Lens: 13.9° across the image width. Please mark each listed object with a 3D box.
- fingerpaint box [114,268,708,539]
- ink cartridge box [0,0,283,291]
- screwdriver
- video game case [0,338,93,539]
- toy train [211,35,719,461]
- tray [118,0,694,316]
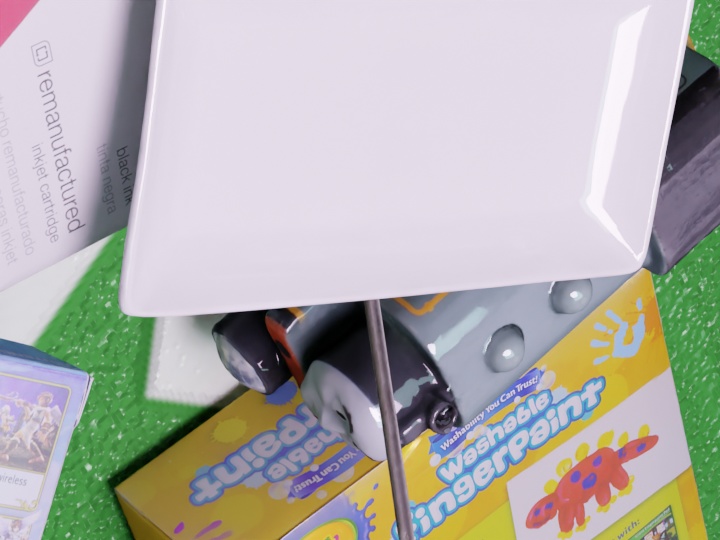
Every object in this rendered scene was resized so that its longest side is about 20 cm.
[{"bbox_3d":[0.025,0.095,1.095,0.200,0.073,0.167,-36,135,-20],"label":"fingerpaint box"},{"bbox_3d":[-0.061,-0.107,0.887,0.200,0.083,0.146,-29,131,-25],"label":"ink cartridge box"},{"bbox_3d":[0.000,0.000,0.958,0.028,0.029,0.201,3,70,-27],"label":"screwdriver"},{"bbox_3d":[-0.197,0.094,0.876,0.199,0.045,0.182,14,95,-35],"label":"video game case"},{"bbox_3d":[0.044,-0.018,1.012,0.200,0.114,0.085,-40,135,-16],"label":"toy train"},{"bbox_3d":[0.014,-0.045,0.901,0.199,0.022,0.108,-5,114,-35],"label":"tray"}]
